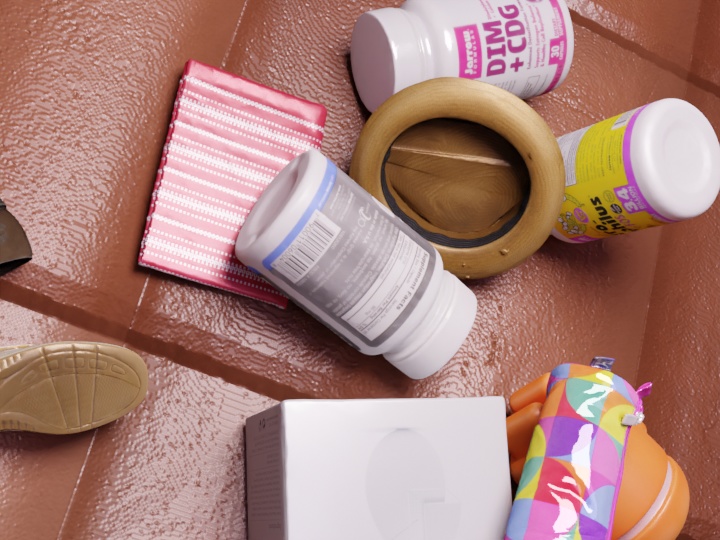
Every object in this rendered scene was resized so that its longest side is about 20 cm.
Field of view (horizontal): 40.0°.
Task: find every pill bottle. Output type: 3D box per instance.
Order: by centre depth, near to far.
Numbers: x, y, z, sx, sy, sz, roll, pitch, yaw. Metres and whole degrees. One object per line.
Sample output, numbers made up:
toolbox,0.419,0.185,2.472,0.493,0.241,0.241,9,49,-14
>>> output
pill bottle,0.000,0.000,0.854,0.199,0.113,0.115,38,66,-20
pill bottle,0.227,-0.084,0.920,0.103,0.199,0.107,5,80,-29
pill bottle,0.097,-0.213,0.956,0.197,0.113,0.115,-15,82,-23

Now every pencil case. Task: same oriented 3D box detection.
pencil case,0.165,0.169,0.772,0.087,0.088,0.203,28,64,-12

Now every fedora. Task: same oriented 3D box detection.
fedora,0.091,-0.091,0.921,0.199,0.201,0.082,37,22,-8

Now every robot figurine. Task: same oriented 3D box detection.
robot figurine,0.215,0.186,0.897,0.199,0.144,0.117,42,100,-6

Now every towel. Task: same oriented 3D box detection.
towel,-0.111,-0.080,0.891,0.142,0.022,0.204,17,73,-19

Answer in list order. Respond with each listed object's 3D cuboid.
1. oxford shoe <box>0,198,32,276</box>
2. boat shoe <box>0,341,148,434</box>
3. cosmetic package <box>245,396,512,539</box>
oxford shoe,-0.335,0.025,0.749,0.200,0.073,0.085,-42,95,-25
boat shoe,-0.265,0.087,0.759,0.197,0.069,0.075,-4,102,-27
cosmetic package,0.015,0.213,0.807,0.196,0.123,0.204,3,74,-21
